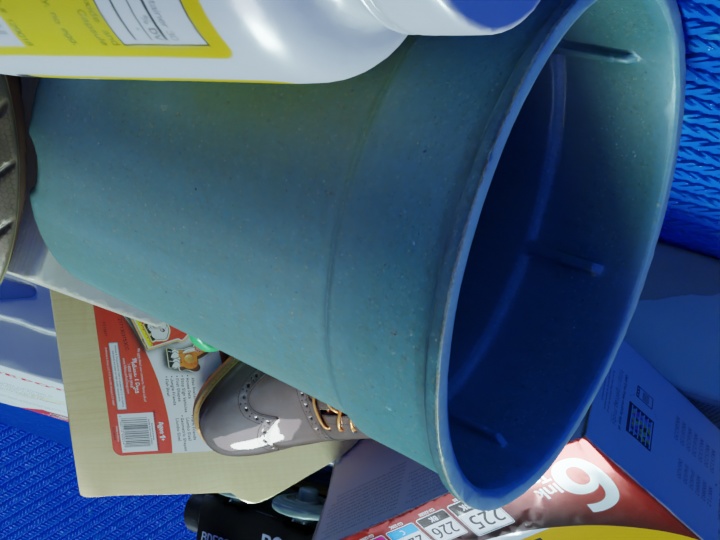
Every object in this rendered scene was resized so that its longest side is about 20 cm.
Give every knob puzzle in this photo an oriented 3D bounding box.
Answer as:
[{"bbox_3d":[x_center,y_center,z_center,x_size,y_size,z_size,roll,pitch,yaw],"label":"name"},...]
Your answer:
[{"bbox_3d":[-0.067,0.039,0.920,0.219,0.220,0.030,18,-158,-7],"label":"knob puzzle"}]

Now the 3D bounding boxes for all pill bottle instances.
[{"bbox_3d":[-0.043,-0.113,0.501,0.200,0.111,0.111,7,163,36],"label":"pill bottle"}]

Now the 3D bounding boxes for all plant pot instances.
[{"bbox_3d":[-0.006,-0.036,0.626,0.196,0.200,0.200,18,168,26],"label":"plant pot"}]

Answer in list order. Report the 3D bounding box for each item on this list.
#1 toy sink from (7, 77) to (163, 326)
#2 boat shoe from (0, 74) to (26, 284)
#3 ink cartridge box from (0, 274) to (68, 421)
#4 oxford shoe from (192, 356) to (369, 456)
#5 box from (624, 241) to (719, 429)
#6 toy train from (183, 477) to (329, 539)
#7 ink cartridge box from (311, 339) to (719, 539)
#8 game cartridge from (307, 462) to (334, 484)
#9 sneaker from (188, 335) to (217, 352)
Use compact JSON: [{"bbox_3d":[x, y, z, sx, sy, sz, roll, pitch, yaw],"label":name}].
[{"bbox_3d":[-0.144,-0.060,0.751,0.112,0.131,0.200,18,176,10],"label":"toy sink"},{"bbox_3d":[-0.157,-0.084,0.612,0.072,0.200,0.068,-2,-163,9],"label":"boat shoe"},{"bbox_3d":[-0.226,0.014,1.135,0.145,0.145,0.200,17,167,0],"label":"ink cartridge box"},{"bbox_3d":[-0.005,0.058,0.868,0.200,0.073,0.071,-24,111,18],"label":"oxford shoe"},{"bbox_3d":[0.191,0.043,0.911,0.200,0.078,0.095,17,166,-2],"label":"box"},{"bbox_3d":[-0.021,0.183,1.105,0.200,0.085,0.114,10,-176,34],"label":"toy train"},{"bbox_3d":[0.107,0.141,0.898,0.176,0.084,0.200,40,132,-23],"label":"ink cartridge box"},{"bbox_3d":[-0.036,0.119,1.128,0.200,0.042,0.133,22,161,-17],"label":"game cartridge"},{"bbox_3d":[0.000,0.000,0.836,0.200,0.084,0.074,-18,129,11],"label":"sneaker"}]
